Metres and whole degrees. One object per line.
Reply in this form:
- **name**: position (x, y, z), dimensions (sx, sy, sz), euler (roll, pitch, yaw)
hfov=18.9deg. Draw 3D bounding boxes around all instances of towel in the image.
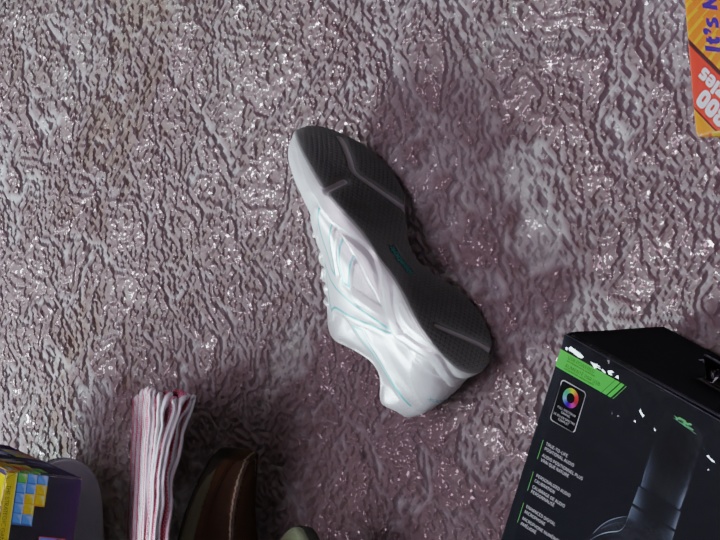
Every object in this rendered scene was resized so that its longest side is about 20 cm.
- **towel**: position (-0.134, 0.152, 1.415), dimensions (0.200, 0.030, 0.148), euler (151, 122, -80)

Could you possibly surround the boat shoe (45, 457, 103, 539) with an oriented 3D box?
- **boat shoe**: position (-0.214, 0.236, 1.548), dimensions (0.065, 0.073, 0.202), euler (164, 110, -65)

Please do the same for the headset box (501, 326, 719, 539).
- **headset box**: position (0.172, 0.142, 1.133), dimensions (0.174, 0.092, 0.201), euler (31, 112, 40)

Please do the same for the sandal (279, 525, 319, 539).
- **sandal**: position (-0.086, 0.235, 1.326), dimensions (0.201, 0.057, 0.080), euler (-47, 44, 24)

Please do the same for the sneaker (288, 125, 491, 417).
- **sneaker**: position (0.000, 0.000, 1.319), dimensions (0.080, 0.070, 0.201), euler (-49, 59, 37)

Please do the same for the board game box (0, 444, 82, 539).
- **board game box**: position (-0.250, 0.209, 1.476), dimensions (0.200, 0.056, 0.167), euler (-174, 93, -67)

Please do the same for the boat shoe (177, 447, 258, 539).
- **boat shoe**: position (-0.082, 0.216, 1.414), dimensions (0.073, 0.076, 0.202), euler (11, 103, 13)

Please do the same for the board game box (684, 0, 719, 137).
- **board game box**: position (0.275, -0.167, 0.944), dimensions (0.199, 0.199, 0.201), euler (-7, 86, 45)
